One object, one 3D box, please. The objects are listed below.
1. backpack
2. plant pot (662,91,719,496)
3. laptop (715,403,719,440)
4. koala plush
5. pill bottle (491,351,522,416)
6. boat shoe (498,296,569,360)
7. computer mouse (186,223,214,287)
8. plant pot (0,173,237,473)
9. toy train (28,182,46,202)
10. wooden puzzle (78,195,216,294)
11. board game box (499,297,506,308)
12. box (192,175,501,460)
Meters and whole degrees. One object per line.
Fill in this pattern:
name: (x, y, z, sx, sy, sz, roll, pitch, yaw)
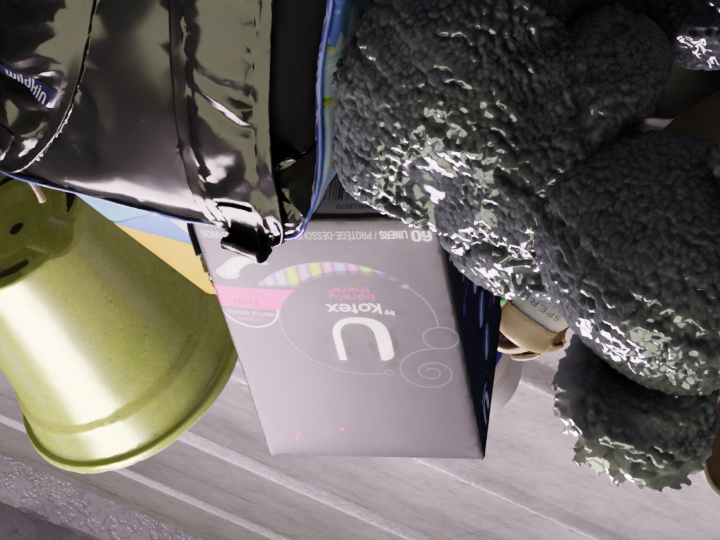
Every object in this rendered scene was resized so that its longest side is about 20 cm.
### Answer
backpack: (-0.076, -0.135, 0.810, 0.182, 0.147, 0.201, 17, 134, 8)
plant pot: (0.199, -0.010, 0.883, 0.135, 0.200, 0.200, 51, -178, 35)
laptop: (0.134, 0.026, 1.001, 0.103, 0.178, 0.200, -22, 168, -12)
koala plush: (0.100, -0.025, 0.744, 0.183, 0.178, 0.200, 6, -142, -44)
pill bottle: (0.036, 0.031, 1.261, 0.112, 0.112, 0.200, 10, 159, 32)
boat shoe: (0.100, 0.019, 1.167, 0.074, 0.066, 0.200, 37, 178, 5)
computer mouse: (-0.105, -0.084, 0.986, 0.034, 0.201, 0.059, -13, 162, -17)
plant pot: (-0.218, 0.020, 1.435, 0.200, 0.201, 0.184, 7, 147, 37)
toy train: (-0.163, -0.129, 0.975, 0.115, 0.085, 0.201, -7, 121, 32)
wooden puzzle: (-0.086, -0.036, 1.113, 0.199, 0.037, 0.185, -5, 146, 44)
board game box: (0.012, 0.037, 1.127, 0.095, 0.030, 0.200, 18, 150, -10)
box: (0.000, 0.000, 0.963, 0.122, 0.106, 0.200, 0, 141, 13)
